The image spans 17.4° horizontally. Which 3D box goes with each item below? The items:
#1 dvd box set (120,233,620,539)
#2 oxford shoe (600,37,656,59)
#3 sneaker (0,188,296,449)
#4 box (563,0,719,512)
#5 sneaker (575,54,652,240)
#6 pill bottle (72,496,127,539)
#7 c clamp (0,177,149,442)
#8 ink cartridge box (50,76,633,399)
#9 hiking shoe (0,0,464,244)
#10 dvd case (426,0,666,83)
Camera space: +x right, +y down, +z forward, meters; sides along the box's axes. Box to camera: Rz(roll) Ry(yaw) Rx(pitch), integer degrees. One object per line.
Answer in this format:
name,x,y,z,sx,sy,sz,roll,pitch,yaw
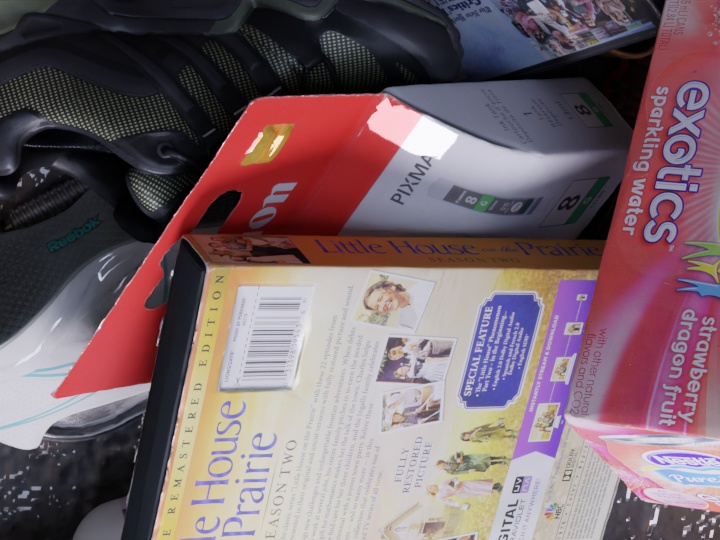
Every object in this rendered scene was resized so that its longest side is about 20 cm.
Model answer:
dvd box set,0.015,0.057,0.888,0.200,0.029,0.147,0,116,-27
oxford shoe,0.055,-0.158,0.907,0.071,0.071,0.200,-44,115,10
sneaker,-0.082,-0.001,0.927,0.200,0.070,0.080,-29,138,-1
box,0.154,-0.017,0.843,0.095,0.103,0.200,45,57,-57
sneaker,0.120,-0.012,0.973,0.071,0.098,0.201,17,107,-18
pill bottle,-0.056,0.142,0.991,0.200,0.112,0.112,-12,116,-9
c clamp,-0.087,-0.023,0.960,0.200,0.027,0.171,-33,121,0
ink cartridge box,0.000,0.000,0.900,0.200,0.050,0.161,-10,143,-51
hiking shoe,-0.059,-0.057,0.872,0.200,0.076,0.101,-3,75,-8
dvd case,0.010,-0.145,0.877,0.200,0.143,0.018,46,52,-26
